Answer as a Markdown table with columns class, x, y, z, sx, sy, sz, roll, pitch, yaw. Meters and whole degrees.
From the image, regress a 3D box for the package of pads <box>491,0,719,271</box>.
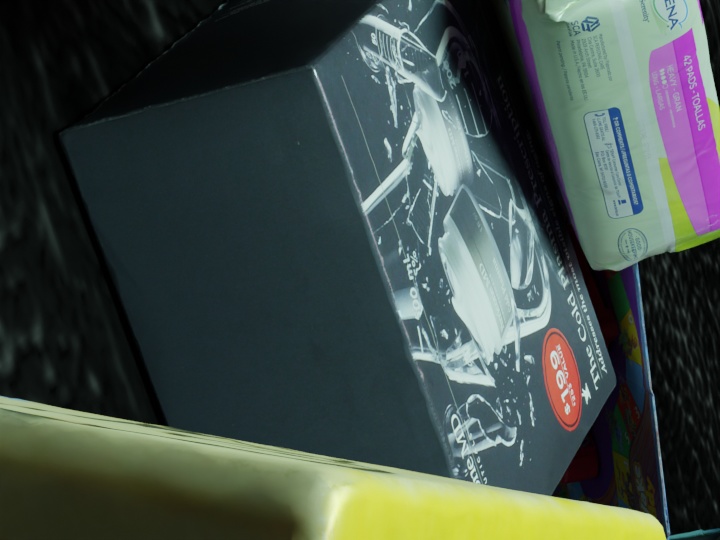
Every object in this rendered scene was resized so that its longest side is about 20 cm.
| class | x | y | z | sx | sy | sz | roll | pitch | yaw |
| --- | --- | --- | --- | --- | --- | --- | --- | --- | --- |
| package of pads | 0.083 | -0.115 | 1.116 | 0.155 | 0.068 | 0.201 | 70 | 1 | -48 |

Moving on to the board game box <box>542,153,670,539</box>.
| class | x | y | z | sx | sy | sz | roll | pitch | yaw |
| --- | --- | --- | --- | --- | --- | --- | --- | --- | --- |
| board game box | 0.076 | 0.039 | 1.211 | 0.158 | 0.039 | 0.201 | -148 | -132 | -71 |

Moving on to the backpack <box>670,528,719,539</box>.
| class | x | y | z | sx | sy | sz | roll | pitch | yaw |
| --- | --- | --- | --- | --- | --- | --- | --- | --- | --- |
| backpack | 0.165 | 0.220 | 1.242 | 0.153 | 0.175 | 0.201 | 49 | 40 | -41 |

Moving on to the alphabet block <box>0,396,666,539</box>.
| class | x | y | z | sx | sy | sz | roll | pitch | yaw |
| --- | --- | --- | --- | --- | --- | --- | --- | --- | --- |
| alphabet block | -0.064 | 0.132 | 0.670 | 0.195 | 0.199 | 0.198 | 12 | 86 | -63 |

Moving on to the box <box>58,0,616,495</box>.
| class | x | y | z | sx | sy | sz | roll | pitch | yaw |
| --- | --- | --- | --- | --- | --- | --- | --- | --- | --- |
| box | 0.000 | 0.000 | 1.062 | 0.201 | 0.104 | 0.182 | 70 | 26 | -16 |
